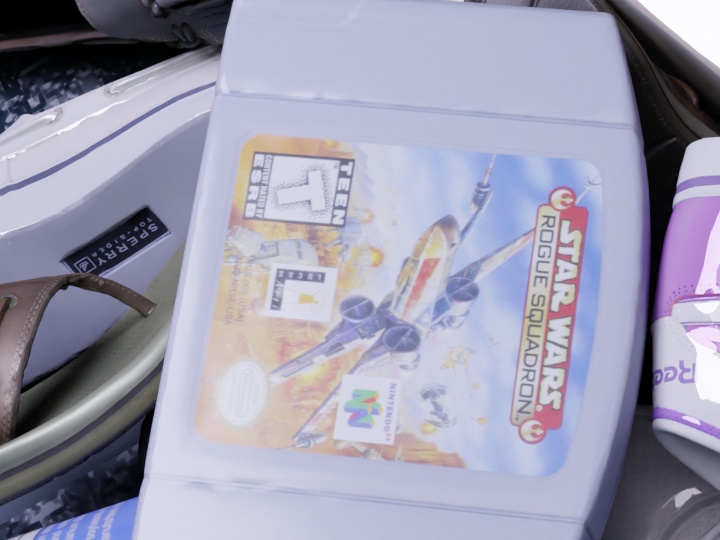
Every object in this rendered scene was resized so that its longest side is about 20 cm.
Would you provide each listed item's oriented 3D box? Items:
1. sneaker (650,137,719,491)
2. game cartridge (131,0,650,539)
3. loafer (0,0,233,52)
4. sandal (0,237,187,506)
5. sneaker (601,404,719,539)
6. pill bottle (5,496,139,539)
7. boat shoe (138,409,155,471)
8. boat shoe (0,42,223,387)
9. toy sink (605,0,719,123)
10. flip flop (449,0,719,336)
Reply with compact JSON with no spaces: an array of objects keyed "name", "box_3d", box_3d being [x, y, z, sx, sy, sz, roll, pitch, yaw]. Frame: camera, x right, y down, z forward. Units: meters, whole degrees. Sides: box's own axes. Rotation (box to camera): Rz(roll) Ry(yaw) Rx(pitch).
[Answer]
[{"name":"sneaker","box_3d":[0.177,0.041,0.823,0.200,0.073,0.114,12,75,-5]},{"name":"game cartridge","box_3d":[0.014,0.014,0.816,0.133,0.042,0.200,3,68,14]},{"name":"loafer","box_3d":[-0.079,-0.094,0.948,0.200,0.072,0.063,4,54,50]},{"name":"sandal","box_3d":[-0.117,0.039,0.889,0.201,0.080,0.057,-34,101,-12]},{"name":"sneaker","box_3d":[0.130,0.105,0.835,0.075,0.081,0.200,-47,63,0]},{"name":"pill bottle","box_3d":[-0.089,0.134,0.876,0.200,0.112,0.112,-19,66,11]},{"name":"boat shoe","box_3d":[0.000,0.000,0.920,0.200,0.066,0.070,-46,65,-3]},{"name":"boat shoe","box_3d":[-0.103,-0.020,0.968,0.200,0.071,0.070,-30,33,16]},{"name":"toy sink","box_3d":[0.165,-0.135,0.892,0.130,0.112,0.200,42,92,26]},{"name":"flip flop","box_3d":[0.087,-0.030,0.894,0.200,0.058,0.081,37,106,0]}]
